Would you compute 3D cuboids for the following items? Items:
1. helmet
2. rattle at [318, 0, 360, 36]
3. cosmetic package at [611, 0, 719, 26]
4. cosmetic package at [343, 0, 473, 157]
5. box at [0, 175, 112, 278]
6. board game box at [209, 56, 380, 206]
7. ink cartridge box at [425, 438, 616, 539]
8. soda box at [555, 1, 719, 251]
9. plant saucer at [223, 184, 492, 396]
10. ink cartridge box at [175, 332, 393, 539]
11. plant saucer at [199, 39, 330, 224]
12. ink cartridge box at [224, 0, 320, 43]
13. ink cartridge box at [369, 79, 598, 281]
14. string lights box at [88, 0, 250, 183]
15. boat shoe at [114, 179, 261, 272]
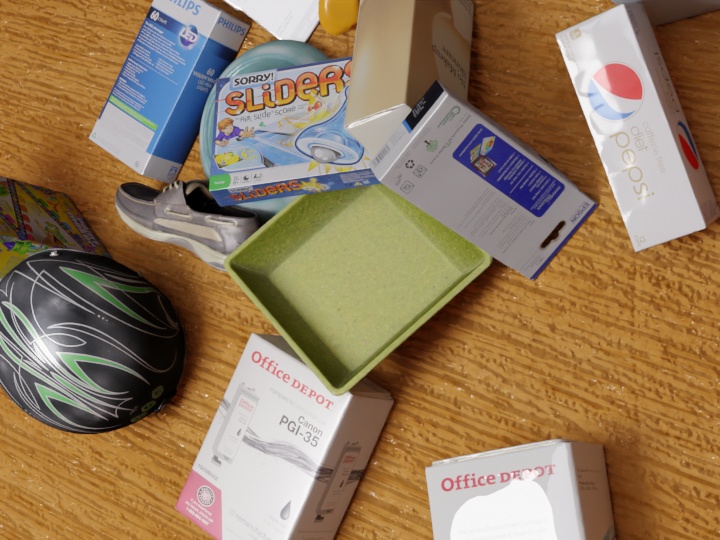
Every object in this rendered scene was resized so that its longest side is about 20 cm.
[{"bbox_3d":[-0.300,0.077,1.385,0.199,0.190,0.202,-6,79,31],"label":"helmet"},{"bbox_3d":[0.022,-0.306,1.265,0.200,0.130,0.144,27,85,52],"label":"rattle"},{"bbox_3d":[0.289,-0.306,1.065,0.199,0.199,0.124,-7,78,32],"label":"cosmetic package"},{"bbox_3d":[0.049,-0.196,1.222,0.071,0.105,0.201,-17,53,32],"label":"cosmetic package"},{"bbox_3d":[-0.431,0.006,1.483,0.200,0.192,0.122,-49,60,15],"label":"box"},{"bbox_3d":[-0.051,-0.143,1.301,0.198,0.035,0.136,-8,62,14],"label":"board game box"},{"bbox_3d":[0.146,0.257,1.127,0.144,0.087,0.202,-15,75,30],"label":"ink cartridge box"},{"bbox_3d":[0.238,-0.124,1.110,0.068,0.064,0.202,-20,91,29],"label":"soda box"},{"bbox_3d":[0.000,0.000,1.261,0.200,0.048,0.200,-41,60,-4],"label":"plant saucer"},{"bbox_3d":[-0.077,0.181,1.287,0.146,0.083,0.201,28,97,33],"label":"ink cartridge box"},{"bbox_3d":[-0.099,-0.150,1.386,0.199,0.027,0.202,-3,84,31],"label":"plant saucer"},{"bbox_3d":[-0.078,-0.366,1.409,0.176,0.045,0.201,37,103,6],"label":"ink cartridge box"},{"bbox_3d":[0.112,-0.077,1.164,0.100,0.199,0.039,-50,30,13],"label":"ink cartridge box"},{"bbox_3d":[-0.217,-0.212,1.462,0.102,0.059,0.201,33,100,32],"label":"string lights box"},{"bbox_3d":[-0.179,-0.064,1.397,0.199,0.074,0.074,23,114,25],"label":"boat shoe"}]
